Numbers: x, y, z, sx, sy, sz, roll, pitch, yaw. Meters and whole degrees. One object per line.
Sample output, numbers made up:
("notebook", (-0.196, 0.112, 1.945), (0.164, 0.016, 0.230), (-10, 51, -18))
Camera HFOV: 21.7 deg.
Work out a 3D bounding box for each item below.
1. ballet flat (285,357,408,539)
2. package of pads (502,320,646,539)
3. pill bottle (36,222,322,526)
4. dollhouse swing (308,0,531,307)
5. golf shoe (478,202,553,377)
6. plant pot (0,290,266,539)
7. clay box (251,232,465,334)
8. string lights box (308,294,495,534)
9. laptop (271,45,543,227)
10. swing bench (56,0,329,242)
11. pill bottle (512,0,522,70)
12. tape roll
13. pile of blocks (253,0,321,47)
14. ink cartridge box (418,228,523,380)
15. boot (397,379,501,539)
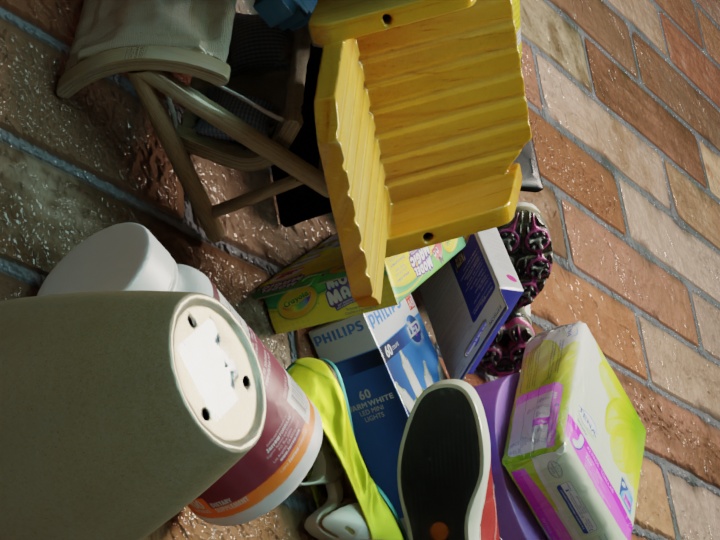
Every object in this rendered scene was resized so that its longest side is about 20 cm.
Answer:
("ballet flat", (-0.023, 0.167, 1.455), (0.067, 0.067, 0.201), (-27, 99, -43))
("package of pads", (0.197, 0.160, 1.723), (0.155, 0.068, 0.200), (58, 27, -25))
("pill bottle", (-0.122, 0.070, 1.264), (0.200, 0.114, 0.115), (52, 31, -32))
("dollhouse swing", (0.052, -0.097, 1.378), (0.176, 0.181, 0.201), (-113, -170, -60))
("golf shoe", (0.137, 0.005, 1.795), (0.092, 0.072, 0.201), (-95, -171, -47))
("plant pot", (-0.161, 0.088, 1.080), (0.187, 0.199, 0.188), (41, 38, -43))
("clay box", (0.000, 0.000, 1.547), (0.200, 0.114, 0.048), (-39, 112, -62))
("string lights box", (0.036, 0.120, 1.594), (0.201, 0.059, 0.103), (66, 27, -7))
("laptop", (0.030, -0.139, 1.617), (0.199, 0.116, 0.188), (3, 66, -32))
("swing bench", (-0.112, -0.168, 1.438), (0.200, 0.129, 0.200), (47, 34, -37))
("pill bottle", (0.071, -0.240, 1.486), (0.111, 0.111, 0.201), (-56, 147, -59))
("tape roll", (0.148, 0.200, 1.747), (0.200, 0.065, 0.201), (44, 35, -43))
("pile of blocks", (-0.030, -0.219, 1.422), (0.200, 0.062, 0.083), (-8, 75, -59))
("ink cartridge box", (0.098, 0.021, 1.678), (0.037, 0.095, 0.200), (22, 25, -19))
("boot", (0.084, 0.189, 1.508), (0.144, 0.072, 0.202), (11, 77, -71))
